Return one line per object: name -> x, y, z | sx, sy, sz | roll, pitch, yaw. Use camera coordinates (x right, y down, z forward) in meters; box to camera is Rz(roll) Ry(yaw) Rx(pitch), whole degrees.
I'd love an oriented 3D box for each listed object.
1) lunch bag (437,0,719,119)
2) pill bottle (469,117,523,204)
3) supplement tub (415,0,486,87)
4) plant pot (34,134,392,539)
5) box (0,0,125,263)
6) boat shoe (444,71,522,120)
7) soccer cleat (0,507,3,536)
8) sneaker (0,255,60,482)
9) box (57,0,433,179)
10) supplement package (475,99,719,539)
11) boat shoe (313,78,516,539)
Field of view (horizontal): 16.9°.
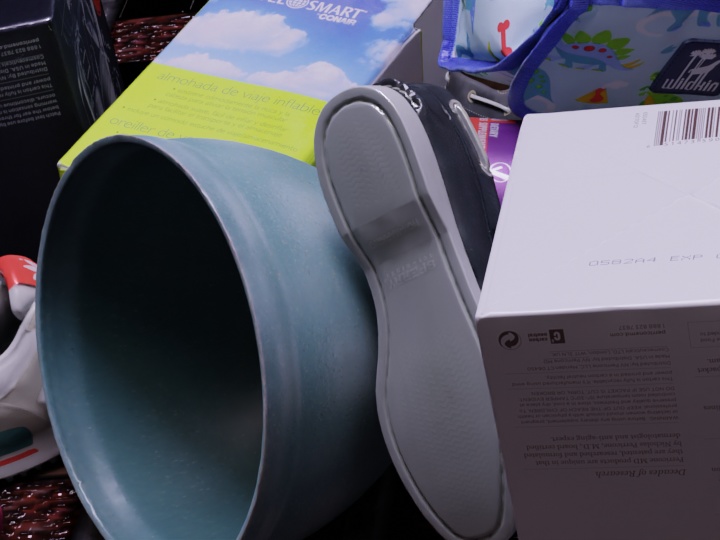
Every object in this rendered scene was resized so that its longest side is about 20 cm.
lunch bag -> 0.144, -0.131, 1.139 | 0.170, 0.128, 0.200 | 1, 5, -16
pill bottle -> 0.127, -0.014, 1.155 | 0.200, 0.113, 0.112 | 3, 33, 3
supplement tub -> 0.012, -0.176, 1.435 | 0.145, 0.145, 0.200 | -9, 32, 5
plant pot -> -0.042, 0.032, 1.104 | 0.134, 0.200, 0.200 | -8, 26, -34
box -> -0.192, -0.094, 1.342 | 0.104, 0.182, 0.200 | -11, 32, 2
boat shoe -> 0.105, -0.081, 1.273 | 0.072, 0.068, 0.200 | 7, 2, -33
soccer cleat -> -0.258, 0.144, 1.094 | 0.200, 0.070, 0.086 | -33, 38, -30
sneaker -> -0.134, 0.027, 1.201 | 0.200, 0.093, 0.070 | -26, 33, -9
box -> -0.054, -0.083, 1.265 | 0.122, 0.048, 0.200 | 15, 44, 23
supplement package -> 0.144, 0.053, 0.976 | 0.152, 0.200, 0.151 | -3, 33, 14
boat shoe -> 0.041, 0.016, 1.016 | 0.076, 0.200, 0.060 | -12, 0, 41
